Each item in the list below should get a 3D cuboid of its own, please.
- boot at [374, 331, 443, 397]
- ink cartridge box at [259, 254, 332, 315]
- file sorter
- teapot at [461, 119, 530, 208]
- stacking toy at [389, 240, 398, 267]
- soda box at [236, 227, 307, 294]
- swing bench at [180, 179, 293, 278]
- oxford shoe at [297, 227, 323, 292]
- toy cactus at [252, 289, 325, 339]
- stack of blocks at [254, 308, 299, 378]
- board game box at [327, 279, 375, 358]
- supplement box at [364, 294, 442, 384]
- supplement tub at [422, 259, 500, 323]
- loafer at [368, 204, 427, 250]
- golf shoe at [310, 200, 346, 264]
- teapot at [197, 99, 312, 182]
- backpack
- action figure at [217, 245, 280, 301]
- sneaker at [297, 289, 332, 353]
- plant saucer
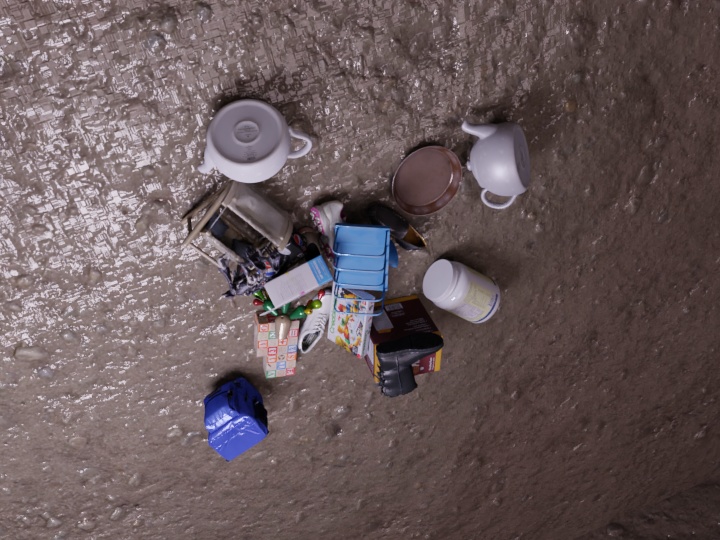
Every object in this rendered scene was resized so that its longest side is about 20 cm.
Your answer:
[{"bbox_3d":[0.131,0.260,1.739,0.197,0.074,0.163,-11,122,-5],"label":"boot"},{"bbox_3d":[-0.171,0.038,1.596,0.199,0.115,0.068,-28,89,-4],"label":"ink cartridge box"},{"bbox_3d":[0.000,0.000,1.611,0.138,0.123,0.201,3,128,4],"label":"file sorter"},{"bbox_3d":[0.349,-0.278,1.658,0.145,0.202,0.197,-7,171,28],"label":"teapot"},{"bbox_3d":[0.000,-0.012,1.756,0.109,0.117,0.200,23,126,-33],"label":"stacking toy"},{"bbox_3d":[-0.228,-0.024,1.634,0.199,0.071,0.063,-35,129,24],"label":"soda box"},{"bbox_3d":[-0.293,-0.104,1.548,0.200,0.130,0.199,-43,125,11],"label":"swing bench"},{"bbox_3d":[-0.130,-0.013,1.706,0.070,0.074,0.201,-19,127,-8],"label":"oxford shoe"},{"bbox_3d":[-0.199,0.103,1.709,0.198,0.102,0.166,8,96,-2],"label":"toy cactus"},{"bbox_3d":[-0.242,0.210,1.824,0.114,0.059,0.201,-4,124,-18],"label":"stack of blocks"},{"bbox_3d":[-0.028,0.132,1.773,0.035,0.126,0.201,-30,137,-43],"label":"board game box"},{"bbox_3d":[0.108,0.196,1.860,0.196,0.200,0.134,-10,126,-14],"label":"supplement box"},{"bbox_3d":[0.295,0.059,1.874,0.199,0.145,0.145,24,112,-32],"label":"supplement tub"},{"bbox_3d":[0.104,-0.116,1.717,0.199,0.072,0.073,30,80,-38],"label":"loafer"},{"bbox_3d":[-0.066,-0.096,1.679,0.091,0.075,0.201,-31,137,-17],"label":"golf shoe"},{"bbox_3d":[-0.242,-0.275,1.442,0.198,0.199,0.146,-56,170,-16],"label":"teapot"},{"bbox_3d":[-0.357,0.396,1.821,0.162,0.200,0.168,-29,119,5],"label":"backpack"},{"bbox_3d":[-0.262,-0.002,1.486,0.118,0.103,0.200,-15,166,-39],"label":"action figure"},{"bbox_3d":[-0.121,0.150,1.822,0.073,0.071,0.201,15,115,-29],"label":"sneaker"},{"bbox_3d":[0.172,-0.240,1.695,0.199,0.035,0.201,-10,125,-14],"label":"plant saucer"}]
